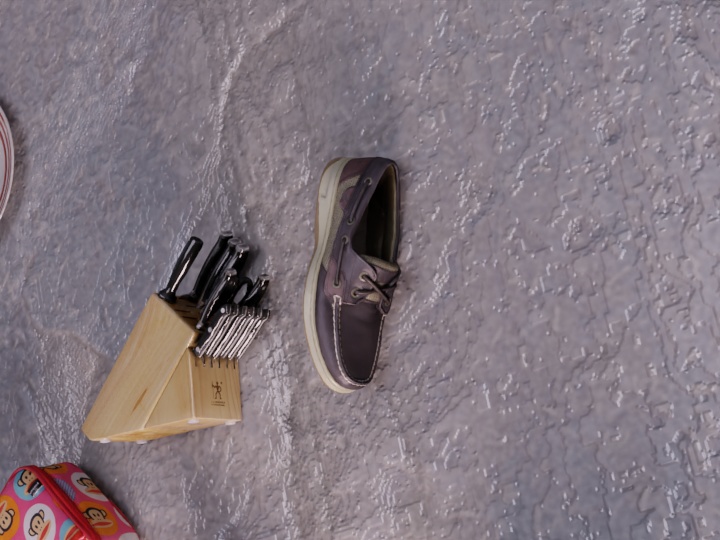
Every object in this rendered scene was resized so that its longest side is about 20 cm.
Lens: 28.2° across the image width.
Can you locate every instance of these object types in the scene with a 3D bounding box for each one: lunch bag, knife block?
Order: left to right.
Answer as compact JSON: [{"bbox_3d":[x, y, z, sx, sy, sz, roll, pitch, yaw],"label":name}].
[{"bbox_3d":[-0.294,0.302,1.367,0.176,0.082,0.200,40,109,31],"label":"lunch bag"},{"bbox_3d":[-0.170,0.059,1.312,0.200,0.064,0.176,-16,73,36],"label":"knife block"}]

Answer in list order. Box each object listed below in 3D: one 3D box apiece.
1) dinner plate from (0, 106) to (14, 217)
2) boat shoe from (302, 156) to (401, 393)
[{"bbox_3d":[-0.440,-0.102,1.575,0.200,0.024,0.200,-6,80,38],"label":"dinner plate"},{"bbox_3d":[0.000,0.000,1.184,0.065,0.072,0.200,-9,72,42],"label":"boat shoe"}]
